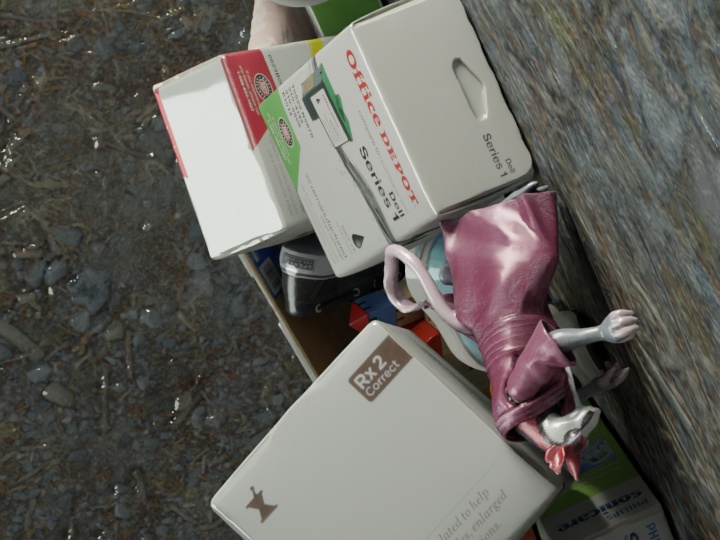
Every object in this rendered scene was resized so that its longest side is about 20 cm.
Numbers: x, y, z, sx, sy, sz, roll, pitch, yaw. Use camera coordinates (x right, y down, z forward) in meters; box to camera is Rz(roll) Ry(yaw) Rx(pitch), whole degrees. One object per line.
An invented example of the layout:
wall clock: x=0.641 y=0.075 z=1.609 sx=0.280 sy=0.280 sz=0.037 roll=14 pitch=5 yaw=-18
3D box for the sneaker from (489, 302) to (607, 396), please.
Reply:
sneaker: x=0.126 y=0.069 z=1.647 sx=0.074 sy=0.079 sz=0.200 roll=64 pitch=178 yaw=3

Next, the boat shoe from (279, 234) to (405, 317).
boat shoe: x=0.000 y=0.000 z=1.878 sx=0.200 sy=0.070 sz=0.066 roll=-20 pitch=-61 yaw=-59

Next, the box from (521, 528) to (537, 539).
box: x=0.070 y=0.200 z=1.747 sx=0.200 sy=0.102 sz=0.095 roll=-120 pitch=7 yaw=-68

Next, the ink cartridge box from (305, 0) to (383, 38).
ink cartridge box: x=0.018 y=-0.149 z=1.938 sx=0.104 sy=0.059 sz=0.200 roll=78 pitch=169 yaw=-86

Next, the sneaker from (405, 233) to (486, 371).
sneaker: x=0.108 y=0.034 z=1.750 sx=0.082 sy=0.074 sz=0.200 roll=12 pitch=165 yaw=33

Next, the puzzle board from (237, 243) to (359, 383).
puzzle board: x=-0.043 y=0.007 z=1.887 sx=0.200 sy=0.017 sz=0.151 roll=59 pitch=-150 yaw=-14

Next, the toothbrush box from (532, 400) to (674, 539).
toothbrush box: x=0.174 y=0.195 z=1.707 sx=0.200 sy=0.086 sz=0.146 roll=-123 pitch=9 yaw=-60

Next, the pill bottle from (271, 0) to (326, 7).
pill bottle: x=-0.068 y=-0.298 z=1.847 sx=0.200 sy=0.109 sz=0.109 roll=-120 pitch=7 yaw=-56

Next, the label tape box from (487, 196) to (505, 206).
label tape box: x=0.058 y=-0.087 z=1.741 sx=0.144 sy=0.063 sz=0.200 roll=162 pitch=84 yaw=-87

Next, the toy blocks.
toy blocks: x=0.061 y=0.078 z=1.876 sx=0.100 sy=0.137 sz=0.200 roll=39 pitch=144 yaw=48

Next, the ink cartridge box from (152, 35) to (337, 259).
ink cartridge box: x=-0.051 y=-0.103 z=1.800 sx=0.200 sy=0.083 sz=0.145 roll=-17 pitch=-94 yaw=-53

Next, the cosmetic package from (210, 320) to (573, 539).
cosmetic package: x=0.027 y=0.148 z=1.540 sx=0.165 sy=0.165 sz=0.200 roll=42 pitch=-176 yaw=8

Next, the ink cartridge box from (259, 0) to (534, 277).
ink cartridge box: x=0.021 y=-0.093 z=1.581 sx=0.146 sy=0.084 sz=0.200 roll=65 pitch=157 yaw=3

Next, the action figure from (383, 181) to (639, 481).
action figure: x=0.098 y=0.044 z=1.446 sx=0.134 sy=0.149 sz=0.200 roll=82 pitch=179 yaw=-56

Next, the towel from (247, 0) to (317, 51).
towel: x=-0.035 y=-0.151 z=1.982 sx=0.191 sy=0.032 sz=0.200 roll=50 pitch=-155 yaw=-32
